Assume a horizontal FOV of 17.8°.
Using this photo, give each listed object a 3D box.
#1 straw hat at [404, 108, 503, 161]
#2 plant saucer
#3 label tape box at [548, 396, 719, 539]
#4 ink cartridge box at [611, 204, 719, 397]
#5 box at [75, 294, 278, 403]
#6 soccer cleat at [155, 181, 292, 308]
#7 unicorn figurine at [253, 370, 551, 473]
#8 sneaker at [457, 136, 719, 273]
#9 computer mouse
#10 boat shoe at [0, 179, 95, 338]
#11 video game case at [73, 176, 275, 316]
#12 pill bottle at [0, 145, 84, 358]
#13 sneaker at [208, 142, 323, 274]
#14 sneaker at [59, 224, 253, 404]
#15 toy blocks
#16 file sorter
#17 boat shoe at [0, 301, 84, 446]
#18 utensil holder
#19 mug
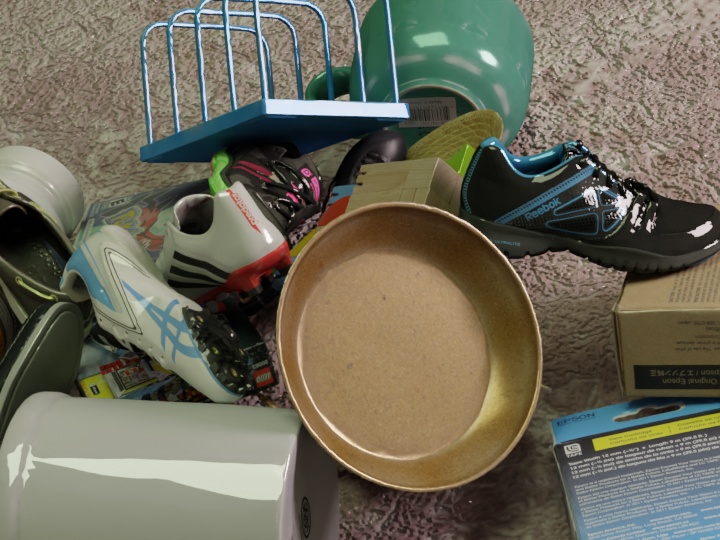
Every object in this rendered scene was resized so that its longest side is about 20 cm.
[{"bbox_3d":[0.061,-0.027,1.810,0.201,0.085,0.201,-38,19,16],"label":"straw hat"},{"bbox_3d":[0.028,0.054,1.561,0.200,0.200,0.035,-38,5,-28],"label":"plant saucer"},{"bbox_3d":[0.212,0.159,1.556,0.143,0.066,0.200,-12,25,2],"label":"label tape box"},{"bbox_3d":[0.279,0.020,1.667,0.164,0.075,0.200,-1,23,16],"label":"ink cartridge box"},{"bbox_3d":[-0.153,0.064,1.761,0.136,0.038,0.200,-20,21,-9],"label":"box"},{"bbox_3d":[-0.121,-0.012,1.705,0.069,0.085,0.200,-32,7,-32],"label":"soccer cleat"},{"bbox_3d":[0.028,0.115,1.651,0.200,0.137,0.074,5,75,-11],"label":"unicorn figurine"},{"bbox_3d":[0.169,-0.047,1.631,0.200,0.082,0.073,3,18,-11],"label":"sneaker"},{"bbox_3d":[-0.036,-0.042,1.856,0.200,0.034,0.059,-49,20,-13],"label":"computer mouse"},{"bbox_3d":[-0.274,-0.030,1.788,0.072,0.060,0.202,-27,63,-34],"label":"boat shoe"},{"bbox_3d":[-0.151,-0.026,1.883,0.182,0.023,0.200,-12,24,8],"label":"video game case"},{"bbox_3d":[-0.310,-0.006,1.876,0.116,0.117,0.200,6,41,22],"label":"pill bottle"},{"bbox_3d":[-0.071,-0.060,1.789,0.084,0.077,0.200,-19,25,3],"label":"sneaker"},{"bbox_3d":[-0.145,0.042,1.636,0.073,0.072,0.200,-52,49,5],"label":"sneaker"},{"bbox_3d":[0.000,0.000,1.673,0.137,0.100,0.200,-4,59,42],"label":"toy blocks"},{"bbox_3d":[-0.077,-0.164,1.873,0.139,0.123,0.200,-2,-7,-34],"label":"file sorter"},{"bbox_3d":[-0.268,0.109,1.693,0.060,0.076,0.200,21,82,31],"label":"boat shoe"},{"bbox_3d":[-0.128,0.170,1.567,0.200,0.170,0.170,0,40,13],"label":"utensil holder"},{"bbox_3d":[0.057,-0.146,1.928,0.185,0.152,0.115,-44,23,36],"label":"mug"}]
